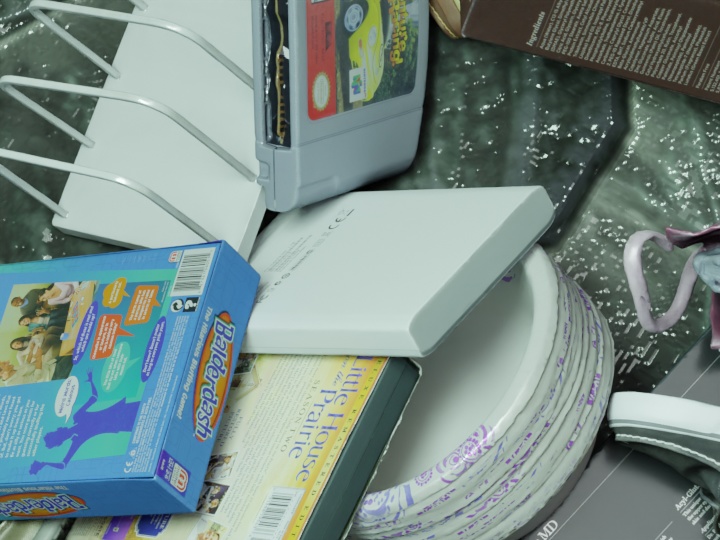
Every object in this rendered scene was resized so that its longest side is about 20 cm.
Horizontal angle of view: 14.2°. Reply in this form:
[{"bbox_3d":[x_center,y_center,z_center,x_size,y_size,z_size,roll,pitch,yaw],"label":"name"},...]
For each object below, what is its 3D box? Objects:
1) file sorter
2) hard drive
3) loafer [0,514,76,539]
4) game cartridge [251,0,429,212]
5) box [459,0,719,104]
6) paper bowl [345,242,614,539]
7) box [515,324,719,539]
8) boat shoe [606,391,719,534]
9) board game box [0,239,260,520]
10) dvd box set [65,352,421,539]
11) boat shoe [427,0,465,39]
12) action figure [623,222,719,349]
[{"bbox_3d":[-0.119,-0.123,1.693,0.138,0.124,0.201,12,76,33],"label":"file sorter"},{"bbox_3d":[0.000,0.000,1.644,0.132,0.199,0.027,-46,118,-33],"label":"hard drive"},{"bbox_3d":[-0.231,0.182,1.674,0.069,0.075,0.200,35,79,6],"label":"loafer"},{"bbox_3d":[-0.011,-0.144,1.693,0.041,0.133,0.201,9,109,33],"label":"game cartridge"},{"bbox_3d":[0.161,-0.168,1.703,0.199,0.075,0.100,12,40,-10],"label":"box"},{"bbox_3d":[0.055,0.080,1.647,0.104,0.200,0.201,42,78,-35],"label":"paper bowl"},{"bbox_3d":[0.186,0.152,1.668,0.141,0.079,0.200,43,82,7],"label":"box"},{"bbox_3d":[0.226,0.123,1.604,0.199,0.070,0.067,19,80,-6],"label":"boat shoe"},{"bbox_3d":[-0.164,0.065,1.647,0.199,0.045,0.153,-4,57,34],"label":"board game box"},{"bbox_3d":[-0.068,0.105,1.632,0.029,0.199,0.147,42,63,-34],"label":"dvd box set"},{"bbox_3d":[0.018,-0.225,1.772,0.067,0.072,0.201,-32,85,28],"label":"boat shoe"},{"bbox_3d":[0.234,-0.021,1.680,0.148,0.135,0.200,-6,34,11],"label":"action figure"}]
